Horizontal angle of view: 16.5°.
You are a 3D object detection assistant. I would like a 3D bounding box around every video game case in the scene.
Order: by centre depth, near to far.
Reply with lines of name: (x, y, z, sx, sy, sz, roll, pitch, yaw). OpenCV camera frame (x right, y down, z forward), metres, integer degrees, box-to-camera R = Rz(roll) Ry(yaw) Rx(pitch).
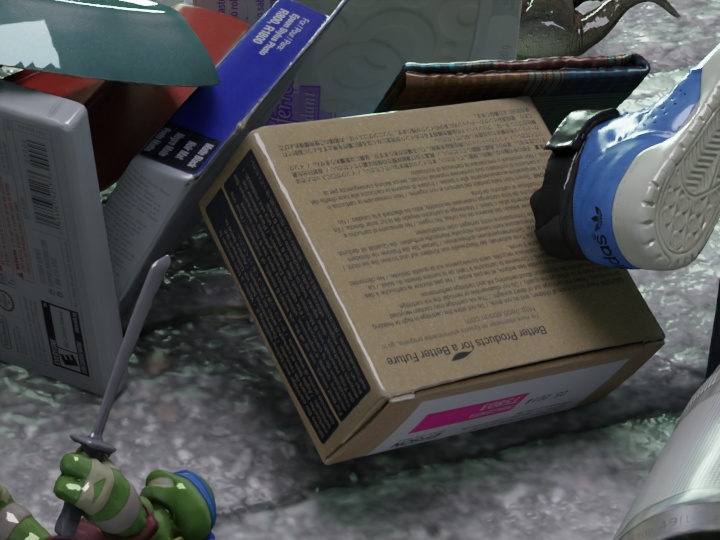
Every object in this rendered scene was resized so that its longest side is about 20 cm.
video game case: (-0.213, -0.031, 1.301, 0.181, 0.201, 0.023, 17, 50, 19)

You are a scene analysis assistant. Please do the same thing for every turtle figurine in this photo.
turtle figurine: (-0.162, 0.117, 1.126, 0.143, 0.201, 0.194, 10, 40, 36)

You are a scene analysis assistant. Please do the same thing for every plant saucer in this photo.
plant saucer: (-0.169, -0.130, 1.297, 0.198, 0.036, 0.200, 9, 8, -1)
plant saucer: (-0.183, -0.082, 1.430, 0.199, 0.037, 0.200, -18, 22, 32)

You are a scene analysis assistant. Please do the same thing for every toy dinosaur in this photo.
toy dinosaur: (0.110, -0.166, 1.660, 0.199, 0.077, 0.103, 18, 48, 11)

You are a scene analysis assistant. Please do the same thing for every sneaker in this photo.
sneaker: (0.165, -0.076, 1.305, 0.111, 0.077, 0.200, 2, 46, 50)

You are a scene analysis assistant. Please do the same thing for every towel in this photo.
towel: (0.073, -0.087, 1.445, 0.146, 0.200, 0.022, -4, 76, -12)

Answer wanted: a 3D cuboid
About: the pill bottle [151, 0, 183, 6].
pill bottle: (-0.196, -0.241, 1.608, 0.200, 0.112, 0.113, 38, 31, -16)

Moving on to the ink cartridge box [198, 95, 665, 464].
ink cartridge box: (0.038, 0.001, 1.304, 0.199, 0.075, 0.165, -9, 63, -39)

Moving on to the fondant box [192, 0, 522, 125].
fondant box: (-0.004, -0.141, 1.529, 0.198, 0.145, 0.058, 1, 35, -4)

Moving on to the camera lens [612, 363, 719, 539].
camera lens: (0.204, 0.129, 1.142, 0.159, 0.161, 0.200, 16, 36, 18)

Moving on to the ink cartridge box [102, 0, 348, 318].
ink cartridge box: (-0.087, -0.070, 1.377, 0.041, 0.200, 0.200, 36, 38, -1)

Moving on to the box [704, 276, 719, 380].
box: (0.255, 0.019, 1.318, 0.106, 0.149, 0.200, 14, 35, 15)
